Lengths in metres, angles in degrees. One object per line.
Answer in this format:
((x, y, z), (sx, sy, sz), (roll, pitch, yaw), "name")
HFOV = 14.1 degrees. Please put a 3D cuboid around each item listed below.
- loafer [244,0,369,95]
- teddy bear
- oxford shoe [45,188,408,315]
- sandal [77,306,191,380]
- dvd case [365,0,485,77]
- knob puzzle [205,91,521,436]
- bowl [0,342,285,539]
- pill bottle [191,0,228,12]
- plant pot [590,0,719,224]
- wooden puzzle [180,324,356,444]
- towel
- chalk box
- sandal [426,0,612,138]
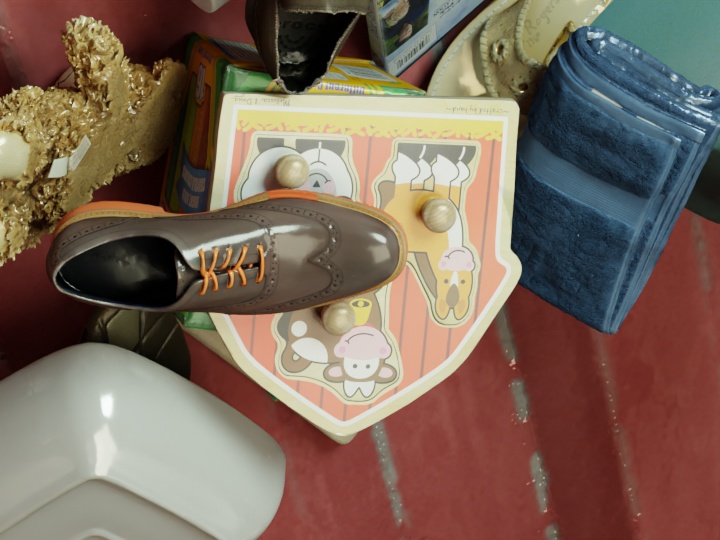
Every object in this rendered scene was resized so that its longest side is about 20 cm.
((-0.012, -0.170, 1.569), (0.073, 0.071, 0.200), (-1, 143, -14), "loafer")
((-0.179, -0.073, 1.648), (0.200, 0.067, 0.145), (-48, 154, -39), "teddy bear")
((-0.074, -0.001, 1.597), (0.200, 0.073, 0.071), (-4, 107, 3), "oxford shoe")
((-0.140, 0.084, 1.800), (0.082, 0.055, 0.200), (-43, 144, -18), "sandal")
((0.059, -0.196, 1.726), (0.143, 0.018, 0.200), (-42, 164, -10), "dvd case")
((0.000, 0.000, 1.659), (0.219, 0.030, 0.220), (-4, 105, -15), "knob puzzle")
((-0.162, 0.144, 1.742), (0.200, 0.075, 0.200), (-33, 134, 26), "bowl")
((-0.029, -0.236, 1.665), (0.200, 0.112, 0.113), (-37, 127, -11), "pill bottle")
((0.238, -0.110, 1.836), (0.141, 0.200, 0.141), (-46, 129, -3), "plant pot")
((-0.006, 0.002, 1.840), (0.185, 0.046, 0.200), (-52, 129, 0), "wooden puzzle")
((0.143, -0.053, 1.777), (0.049, 0.112, 0.200), (-53, 169, -41), "towel")
((-0.051, -0.026, 1.719), (0.124, 0.125, 0.200), (8, 100, -17), "chalk box")
((0.108, -0.140, 1.790), (0.078, 0.070, 0.212), (36, 94, -9), "sandal")
